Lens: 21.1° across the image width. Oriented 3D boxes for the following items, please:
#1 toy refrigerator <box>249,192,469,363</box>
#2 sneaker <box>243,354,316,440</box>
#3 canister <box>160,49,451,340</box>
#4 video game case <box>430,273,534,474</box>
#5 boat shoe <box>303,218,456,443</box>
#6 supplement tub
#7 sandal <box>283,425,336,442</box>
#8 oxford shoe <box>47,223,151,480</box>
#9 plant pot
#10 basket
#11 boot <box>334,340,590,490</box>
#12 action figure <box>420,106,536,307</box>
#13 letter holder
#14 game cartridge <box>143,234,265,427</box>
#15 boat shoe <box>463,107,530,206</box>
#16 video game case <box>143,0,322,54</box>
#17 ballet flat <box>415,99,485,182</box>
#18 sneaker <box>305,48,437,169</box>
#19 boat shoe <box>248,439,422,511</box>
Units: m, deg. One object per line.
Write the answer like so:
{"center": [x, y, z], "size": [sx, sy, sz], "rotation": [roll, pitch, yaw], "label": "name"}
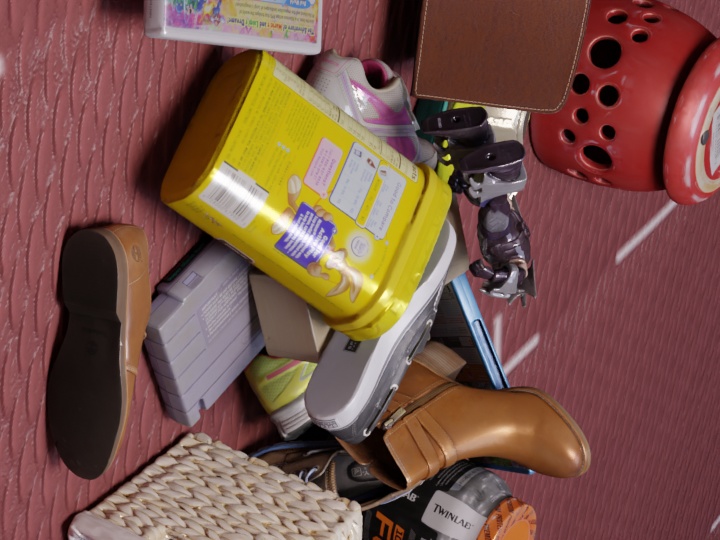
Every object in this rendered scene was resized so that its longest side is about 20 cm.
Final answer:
{"center": [0.000, 0.000, 1.631], "size": [0.200, 0.070, 0.076], "rotation": [-31, 117, -40], "label": "toy refrigerator"}
{"center": [-0.022, 0.055, 1.696], "size": [0.200, 0.090, 0.078], "rotation": [-41, 174, -31], "label": "sneaker"}
{"center": [-0.041, -0.060, 1.492], "size": [0.200, 0.086, 0.149], "rotation": [36, 65, -27], "label": "canister"}
{"center": [0.097, 0.090, 1.784], "size": [0.018, 0.143, 0.201], "rotation": [-24, 96, -19], "label": "video game case"}
{"center": [0.026, 0.051, 1.567], "size": [0.066, 0.070, 0.201], "rotation": [49, 61, -46], "label": "boat shoe"}
{"center": [0.058, 0.226, 1.830], "size": [0.122, 0.199, 0.123], "rotation": [-36, 138, -42], "label": "supplement tub"}
{"center": [-0.028, 0.124, 1.756], "size": [0.043, 0.076, 0.201], "rotation": [40, 65, -61], "label": "sandal"}
{"center": [-0.185, 0.061, 1.453], "size": [0.071, 0.071, 0.201], "rotation": [-22, 126, -58], "label": "oxford shoe"}
{"center": [0.299, -0.174, 1.982], "size": [0.200, 0.182, 0.201], "rotation": [-40, 140, -43], "label": "plant pot"}
{"center": [-0.112, 0.274, 1.587], "size": [0.161, 0.198, 0.201], "rotation": [-39, 139, -44], "label": "basket"}
{"center": [0.083, 0.147, 1.656], "size": [0.155, 0.199, 0.074], "rotation": [-34, 144, -49], "label": "boot"}
{"center": [0.107, -0.051, 1.608], "size": [0.069, 0.130, 0.200], "rotation": [-21, 143, -2], "label": "action figure"}
{"center": [0.126, -0.249, 1.652], "size": [0.101, 0.141, 0.201], "rotation": [-77, 174, -63], "label": "letter holder"}
{"center": [-0.102, 0.017, 1.596], "size": [0.200, 0.038, 0.130], "rotation": [-48, 141, -31], "label": "game cartridge"}
{"center": [0.132, -0.159, 1.835], "size": [0.060, 0.071, 0.201], "rotation": [-176, -85, -79], "label": "boat shoe"}
{"center": [-0.087, -0.253, 1.400], "size": [0.200, 0.024, 0.183], "rotation": [-4, 97, -58], "label": "video game case"}
{"center": [0.062, -0.077, 1.760], "size": [0.067, 0.067, 0.201], "rotation": [26, 84, -39], "label": "ballet flat"}
{"center": [0.014, -0.129, 1.639], "size": [0.200, 0.081, 0.089], "rotation": [20, 94, -61], "label": "sneaker"}
{"center": [-0.036, 0.183, 1.685], "size": [0.199, 0.072, 0.073], "rotation": [-16, 97, -8], "label": "boat shoe"}
